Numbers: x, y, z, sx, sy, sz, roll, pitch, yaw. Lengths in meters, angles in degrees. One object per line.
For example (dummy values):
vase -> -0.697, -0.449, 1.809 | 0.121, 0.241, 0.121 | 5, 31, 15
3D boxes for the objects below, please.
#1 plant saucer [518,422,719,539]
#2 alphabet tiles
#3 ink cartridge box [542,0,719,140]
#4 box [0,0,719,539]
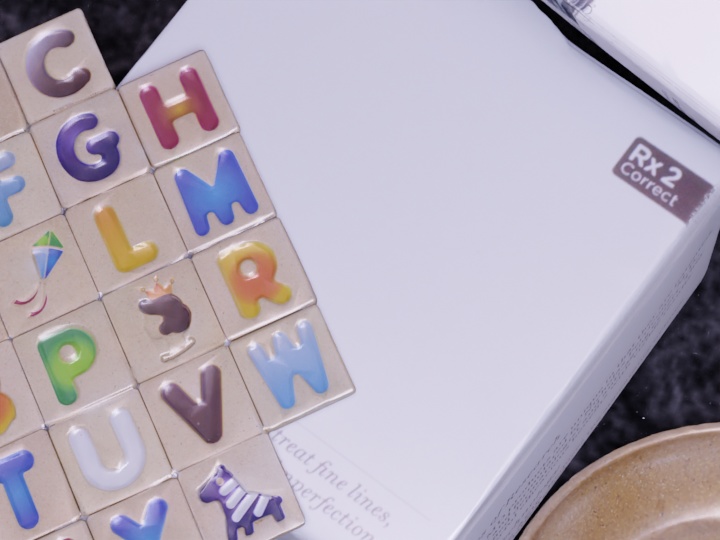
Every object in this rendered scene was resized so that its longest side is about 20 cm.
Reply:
plant saucer -> 0.146, 0.154, 0.862 | 0.199, 0.036, 0.201 | 0, 59, 0
alphabet tiles -> -0.102, 0.016, 0.771 | 0.166, 0.006, 0.201 | -24, 73, -2
ink cartridge box -> 0.111, -0.109, 0.792 | 0.200, 0.145, 0.084 | 39, 97, 9
box -> 0.000, 0.000, 0.841 | 0.199, 0.131, 0.200 | 35, 77, 14
